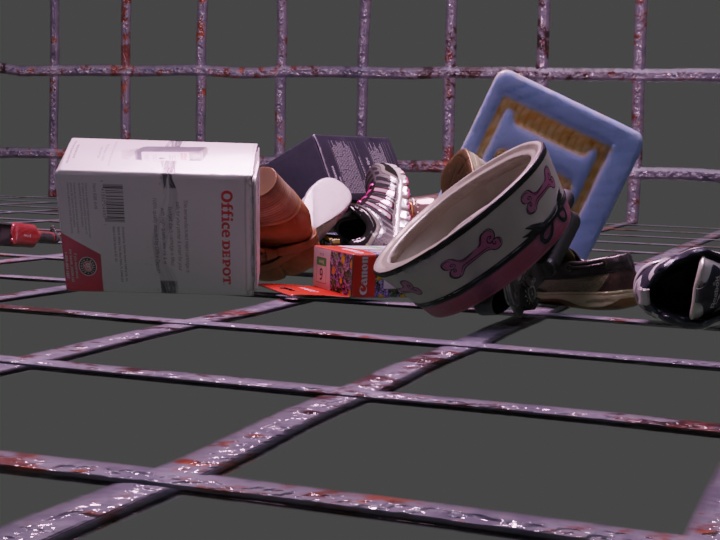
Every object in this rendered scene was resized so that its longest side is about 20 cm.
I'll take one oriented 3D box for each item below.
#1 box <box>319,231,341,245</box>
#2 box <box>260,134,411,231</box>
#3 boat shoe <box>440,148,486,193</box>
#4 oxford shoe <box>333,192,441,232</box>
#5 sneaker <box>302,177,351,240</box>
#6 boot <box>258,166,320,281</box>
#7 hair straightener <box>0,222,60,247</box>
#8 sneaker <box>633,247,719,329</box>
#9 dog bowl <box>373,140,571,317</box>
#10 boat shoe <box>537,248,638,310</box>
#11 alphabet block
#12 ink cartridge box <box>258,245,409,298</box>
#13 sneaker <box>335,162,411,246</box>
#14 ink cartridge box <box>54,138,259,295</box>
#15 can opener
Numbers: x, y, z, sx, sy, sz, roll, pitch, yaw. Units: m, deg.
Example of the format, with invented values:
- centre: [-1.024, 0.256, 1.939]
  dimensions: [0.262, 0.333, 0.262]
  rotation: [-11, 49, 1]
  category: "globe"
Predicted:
- centre: [0.046, -0.024, 1.741]
  dimensions: [0.199, 0.049, 0.160]
  rotation: [1, 3, -9]
  category: "box"
- centre: [-0.065, -0.108, 1.909]
  dimensions: [0.200, 0.104, 0.182]
  rotation: [-28, -12, 34]
  category: "box"
- centre: [0.136, -0.044, 1.401]
  dimensions: [0.066, 0.200, 0.074]
  rotation: [19, -42, -27]
  category: "boat shoe"
- centre: [0.058, -0.070, 1.841]
  dimensions: [0.200, 0.071, 0.073]
  rotation: [-20, -31, 13]
  category: "oxford shoe"
- centre: [-0.092, -0.037, 1.665]
  dimensions: [0.200, 0.075, 0.089]
  rotation: [-35, -14, -36]
  category: "sneaker"
- centre: [-0.149, -0.040, 1.490]
  dimensions: [0.200, 0.074, 0.155]
  rotation: [-5, -35, 20]
  category: "boot"
- centre: [-0.508, -0.057, 1.959]
  dimensions: [0.077, 0.041, 0.200]
  rotation: [3, 5, 9]
  category: "hair straightener"
- centre: [0.344, 0.017, 1.200]
  dimensions: [0.199, 0.080, 0.130]
  rotation: [3, 7, 20]
  category: "sneaker"
- centre: [0.112, -0.034, 1.243]
  dimensions: [0.200, 0.074, 0.200]
  rotation: [-37, 11, 8]
  category: "dog bowl"
- centre: [0.208, 0.002, 1.386]
  dimensions: [0.200, 0.065, 0.073]
  rotation: [5, 7, 42]
  category: "boat shoe"
- centre: [0.216, -0.116, 1.617]
  dimensions: [0.195, 0.197, 0.200]
  rotation: [28, 8, 5]
  category: "alphabet block"
- centre: [0.000, 0.000, 1.422]
  dimensions: [0.200, 0.050, 0.109]
  rotation: [1, 6, -25]
  category: "ink cartridge box"
- centre: [0.012, -0.068, 1.631]
  dimensions: [0.087, 0.074, 0.200]
  rotation: [7, 42, -11]
  category: "sneaker"
- centre: [-0.204, -0.056, 1.365]
  dimensions: [0.199, 0.146, 0.085]
  rotation: [3, 32, 0]
  category: "ink cartridge box"
- centre: [0.163, -0.018, 1.313]
  dimensions: [0.067, 0.053, 0.200]
  rotation: [-8, 25, 28]
  category: "can opener"
